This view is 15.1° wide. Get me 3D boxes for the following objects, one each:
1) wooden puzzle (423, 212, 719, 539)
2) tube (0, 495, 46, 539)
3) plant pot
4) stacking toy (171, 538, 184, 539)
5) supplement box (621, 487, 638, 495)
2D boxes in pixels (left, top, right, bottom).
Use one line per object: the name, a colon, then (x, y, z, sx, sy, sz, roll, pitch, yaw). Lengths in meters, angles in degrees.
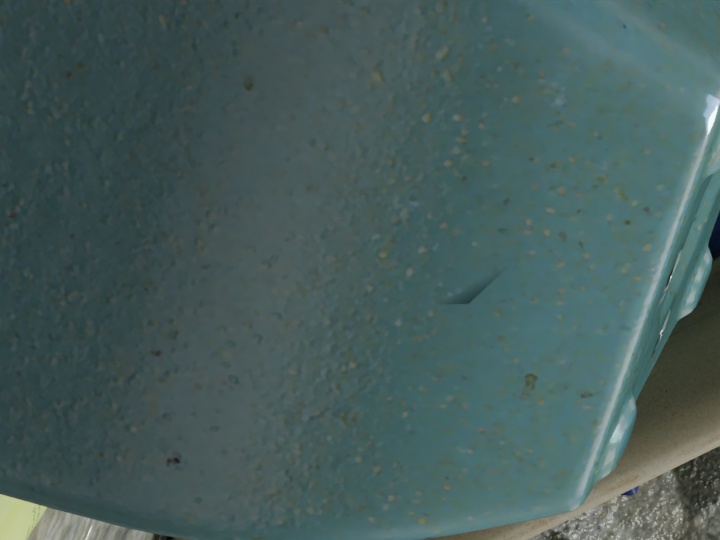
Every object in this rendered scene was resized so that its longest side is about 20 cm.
wooden puzzle: (0.042, -0.013, 0.795, 0.046, 0.184, 0.200, 61, 5, -38)
tube: (-0.088, 0.023, 0.799, 0.200, 0.058, 0.052, -60, 149, -51)
plant pot: (-0.006, -0.049, 0.650, 0.196, 0.199, 0.197, -54, 163, -58)
stacking toy: (-0.017, 0.059, 1.211, 0.085, 0.085, 0.201, 89, 19, -66)
supplement box: (0.063, -0.012, 1.164, 0.109, 0.109, 0.201, -62, 143, -35)
